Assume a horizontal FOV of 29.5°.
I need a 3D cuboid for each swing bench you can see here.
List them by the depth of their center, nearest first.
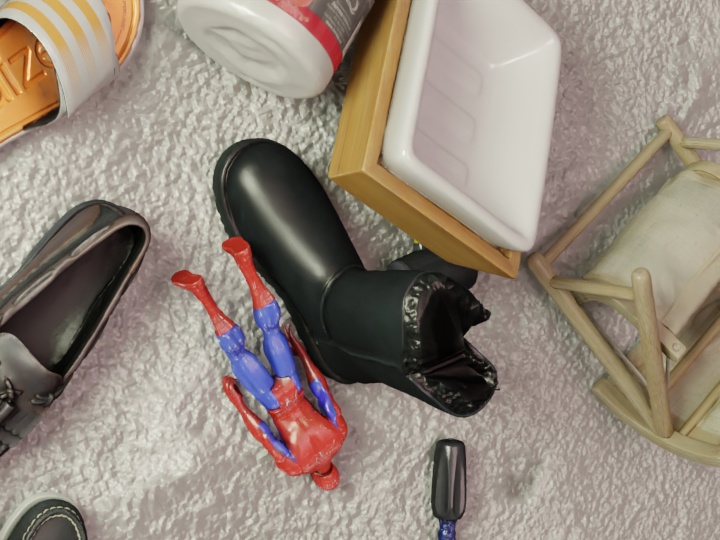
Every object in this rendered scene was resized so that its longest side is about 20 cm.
[{"bbox_3d":[0.270,0.013,1.101,0.199,0.130,0.200,-43,120,-24],"label":"swing bench"}]

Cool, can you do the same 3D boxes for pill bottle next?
[{"bbox_3d":[-0.027,-0.223,0.896,0.111,0.111,0.201,36,73,-29],"label":"pill bottle"}]

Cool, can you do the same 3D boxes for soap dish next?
[{"bbox_3d":[0.060,-0.113,0.945,0.157,0.081,0.201,32,58,-37],"label":"soap dish"}]

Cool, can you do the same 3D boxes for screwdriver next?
[{"bbox_3d":[0.067,0.227,1.032,0.028,0.029,0.201,1,88,-33],"label":"screwdriver"}]

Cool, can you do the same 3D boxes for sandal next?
[{"bbox_3d":[-0.201,-0.116,0.819,0.207,0.059,0.079,-45,115,-23],"label":"sandal"}]

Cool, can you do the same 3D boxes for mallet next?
[{"bbox_3d":[0.027,-0.069,0.989,0.066,0.041,0.201,-27,103,-33],"label":"mallet"}]

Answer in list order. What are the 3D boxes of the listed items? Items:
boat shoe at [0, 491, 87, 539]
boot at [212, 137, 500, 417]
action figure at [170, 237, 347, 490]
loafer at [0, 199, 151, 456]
[{"bbox_3d":[-0.197,0.241,0.843,0.075,0.060,0.201,6,90,-34],"label":"boat shoe"},{"bbox_3d":[0.000,0.000,0.894,0.076,0.168,0.201,-37,111,-26],"label":"boot"},{"bbox_3d":[-0.059,0.073,0.932,0.065,0.052,0.201,-36,116,-21],"label":"action figure"},{"bbox_3d":[-0.197,0.040,0.829,0.072,0.063,0.200,42,71,-28],"label":"loafer"}]
